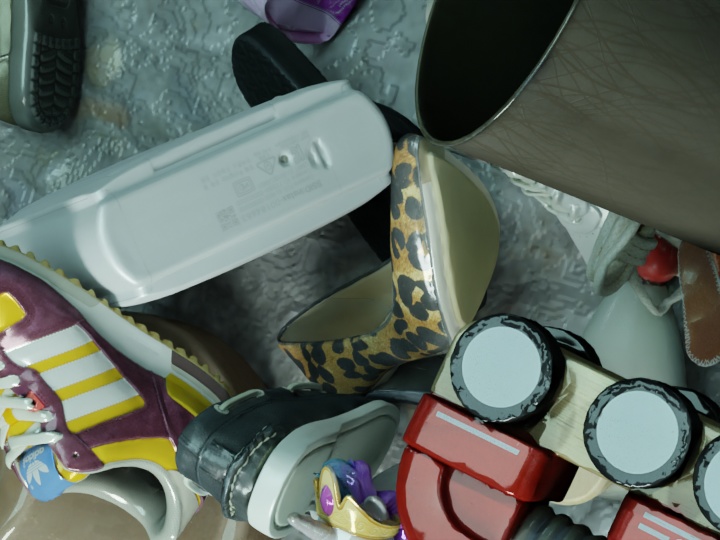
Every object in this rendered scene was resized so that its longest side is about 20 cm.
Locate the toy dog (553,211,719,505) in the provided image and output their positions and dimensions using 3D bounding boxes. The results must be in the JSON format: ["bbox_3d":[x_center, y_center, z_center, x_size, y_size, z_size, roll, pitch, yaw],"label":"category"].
[{"bbox_3d":[0.153,0.041,1.167,0.096,0.132,0.200,28,125,15],"label":"toy dog"}]

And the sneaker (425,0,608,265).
[{"bbox_3d":[0.084,-0.067,1.201,0.078,0.099,0.200,4,123,60],"label":"sneaker"}]

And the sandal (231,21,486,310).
[{"bbox_3d":[0.009,-0.062,1.295,0.048,0.075,0.200,-32,70,-24],"label":"sandal"}]

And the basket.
[{"bbox_3d":[0.145,-0.085,1.052,0.136,0.200,0.180,-30,38,51],"label":"basket"}]

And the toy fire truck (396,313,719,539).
[{"bbox_3d":[0.095,0.139,1.067,0.176,0.129,0.200,25,93,19],"label":"toy fire truck"}]

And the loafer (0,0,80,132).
[{"bbox_3d":[-0.203,-0.180,1.434,0.070,0.075,0.200,1,80,25],"label":"loafer"}]

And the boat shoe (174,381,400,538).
[{"bbox_3d":[-0.033,0.086,1.209,0.060,0.200,0.076,27,92,14],"label":"boat shoe"}]

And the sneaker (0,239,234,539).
[{"bbox_3d":[-0.153,0.057,1.167,0.075,0.200,0.090,-34,33,52],"label":"sneaker"}]

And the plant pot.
[{"bbox_3d":[-0.164,0.110,1.296,0.200,0.175,0.200,-6,78,27],"label":"plant pot"}]

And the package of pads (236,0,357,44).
[{"bbox_3d":[-0.068,-0.227,1.369,0.200,0.076,0.121,41,102,29],"label":"package of pads"}]

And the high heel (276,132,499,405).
[{"bbox_3d":[0.000,0.000,1.225,0.143,0.200,0.071,11,51,27],"label":"high heel"}]

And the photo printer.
[{"bbox_3d":[-0.094,-0.031,1.264,0.200,0.166,0.069,-13,101,64],"label":"photo printer"}]

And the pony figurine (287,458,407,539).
[{"bbox_3d":[0.033,0.174,1.180,0.167,0.193,0.200,23,114,45],"label":"pony figurine"}]
